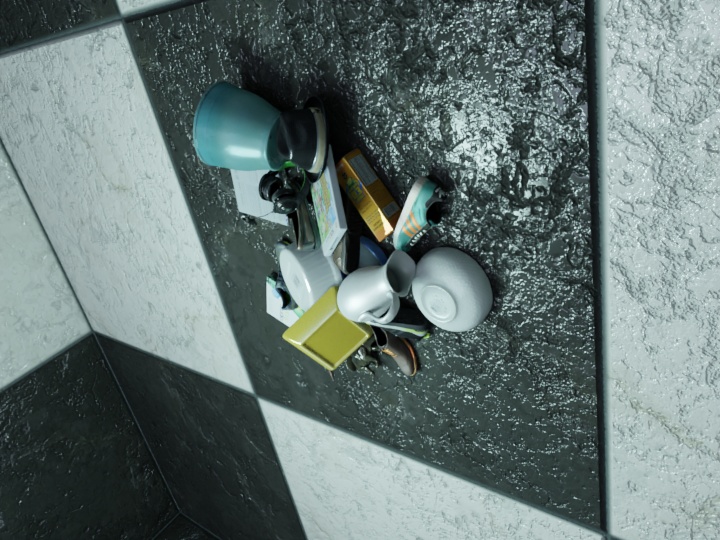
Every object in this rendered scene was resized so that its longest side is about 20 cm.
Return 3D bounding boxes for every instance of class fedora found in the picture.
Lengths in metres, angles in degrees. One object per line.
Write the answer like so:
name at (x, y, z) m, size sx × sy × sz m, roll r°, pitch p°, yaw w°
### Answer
fedora at (-0.138, -0.294, 1.287) m, size 0.200 × 0.089 × 0.207 m, roll 179°, pitch 90°, yaw -68°

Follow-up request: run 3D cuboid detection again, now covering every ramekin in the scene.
ramekin at (-0.134, 0.010, 1.515) m, size 0.201 × 0.096 × 0.204 m, roll 46°, pitch 149°, yaw 37°

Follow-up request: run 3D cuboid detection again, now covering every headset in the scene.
headset at (-0.209, -0.189, 1.405) m, size 0.123 × 0.201 × 0.094 m, roll 41°, pitch -179°, yaw 28°

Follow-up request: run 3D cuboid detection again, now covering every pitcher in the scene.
pitcher at (0.029, 0.063, 1.321) m, size 0.120 × 0.175 × 0.198 m, roll 36°, pitch 138°, yaw -24°

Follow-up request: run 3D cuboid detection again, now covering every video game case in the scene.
video game case at (-0.079, -0.159, 1.339) m, size 0.182 × 0.021 × 0.206 m, roll 131°, pitch 130°, yaw -67°

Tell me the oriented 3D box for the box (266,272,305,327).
box at (-0.205, 0.112, 1.745) m, size 0.197 × 0.036 × 0.147 m, roll 28°, pitch 133°, yaw 24°

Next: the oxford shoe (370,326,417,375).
oxford shoe at (0.081, 0.201, 1.514) m, size 0.070 × 0.073 × 0.203 m, roll -21°, pitch 103°, yaw 47°

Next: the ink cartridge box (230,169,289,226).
ink cartridge box at (-0.268, -0.235, 1.556) m, size 0.196 × 0.040 × 0.204 m, roll 19°, pitch 130°, yaw 31°

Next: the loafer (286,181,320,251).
loafer at (-0.158, -0.139, 1.447) m, size 0.072 × 0.061 × 0.204 m, roll 110°, pitch 141°, yaw -56°

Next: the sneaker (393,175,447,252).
sneaker at (0.130, -0.105, 1.257) m, size 0.079 × 0.071 × 0.203 m, roll 35°, pitch 138°, yaw 17°

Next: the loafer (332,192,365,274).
loafer at (-0.038, -0.097, 1.376) m, size 0.070 × 0.072 × 0.206 m, roll 15°, pitch 100°, yaw 39°

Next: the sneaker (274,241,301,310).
sneaker at (-0.207, 0.019, 1.628) m, size 0.072 × 0.080 × 0.206 m, roll -11°, pitch 96°, yaw 36°

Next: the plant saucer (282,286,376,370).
plant saucer at (-0.069, 0.167, 1.494) m, size 0.199 × 0.199 × 0.049 m, roll 40°, pitch -167°, yaw -36°

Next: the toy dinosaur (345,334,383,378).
toy dinosaur at (0.010, 0.234, 1.603) m, size 0.100 × 0.078 × 0.203 m, roll 23°, pitch 137°, yaw 10°

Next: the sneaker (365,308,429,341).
sneaker at (0.079, 0.137, 1.442) m, size 0.194 × 0.073 × 0.084 m, roll 14°, pitch 136°, yaw 9°

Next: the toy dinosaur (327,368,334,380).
toy dinosaur at (-0.065, 0.205, 1.598) m, size 0.084 × 0.205 × 0.136 m, roll 21°, pitch 178°, yaw -4°

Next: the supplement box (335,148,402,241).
supplement box at (0.019, -0.173, 1.316) m, size 0.202 × 0.068 × 0.066 m, roll 56°, pitch 138°, yaw 1°

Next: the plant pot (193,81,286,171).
plant pot at (-0.269, -0.330, 1.385) m, size 0.184 × 0.201 × 0.204 m, roll 19°, pitch 131°, yaw 18°

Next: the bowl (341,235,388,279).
bowl at (0.000, 0.000, 1.474) m, size 0.197 × 0.039 × 0.205 m, roll 24°, pitch 132°, yaw 29°

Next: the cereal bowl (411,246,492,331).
cereal bowl at (0.195, 0.055, 1.301) m, size 0.196 × 0.083 × 0.205 m, roll 23°, pitch 131°, yaw 29°
